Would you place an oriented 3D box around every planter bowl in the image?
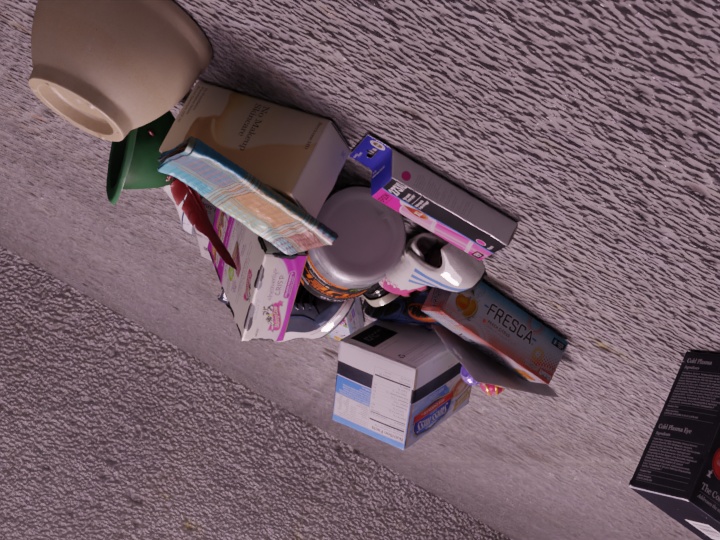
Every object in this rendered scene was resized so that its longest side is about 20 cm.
[{"bbox_3d":[-0.279,-0.228,1.391,0.198,0.136,0.200,25,166,7],"label":"planter bowl"}]

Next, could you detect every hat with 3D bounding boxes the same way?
[{"bbox_3d":[-0.217,-0.143,1.586,0.174,0.167,0.202,10,126,-19],"label":"hat"}]

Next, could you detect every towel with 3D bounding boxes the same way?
[{"bbox_3d":[-0.132,-0.080,1.442,0.199,0.022,0.146,34,163,-17],"label":"towel"}]

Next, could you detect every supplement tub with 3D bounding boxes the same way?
[{"bbox_3d":[-0.020,-0.028,1.614,0.121,0.124,0.200,29,165,-5],"label":"supplement tub"}]

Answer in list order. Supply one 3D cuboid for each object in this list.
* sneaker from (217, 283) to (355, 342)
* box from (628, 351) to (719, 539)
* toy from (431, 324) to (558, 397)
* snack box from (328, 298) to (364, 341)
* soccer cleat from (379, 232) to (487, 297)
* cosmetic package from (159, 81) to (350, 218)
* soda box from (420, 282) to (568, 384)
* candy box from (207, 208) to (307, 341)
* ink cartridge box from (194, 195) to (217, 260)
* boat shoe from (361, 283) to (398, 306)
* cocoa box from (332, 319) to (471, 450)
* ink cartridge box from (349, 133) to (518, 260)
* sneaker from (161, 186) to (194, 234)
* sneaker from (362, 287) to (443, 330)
[{"bbox_3d":[-0.110,0.030,1.759,0.146,0.078,0.201,40,144,-27],"label":"sneaker"},{"bbox_3d":[0.446,0.225,1.502,0.199,0.184,0.104,34,163,-26],"label":"box"},{"bbox_3d":[0.180,0.141,1.773,0.198,0.047,0.115,12,-150,-45],"label":"toy"},{"bbox_3d":[-0.069,0.055,2.116,0.141,0.053,0.200,26,166,10],"label":"snack box"},{"bbox_3d":[0.078,-0.016,1.612,0.199,0.070,0.087,0,136,54],"label":"soccer cleat"},{"bbox_3d":[-0.123,-0.139,1.469,0.198,0.106,0.071,18,162,29],"label":"cosmetic package"},{"bbox_3d":[0.180,0.075,1.701,0.199,0.069,0.063,35,166,-23],"label":"soda box"},{"bbox_3d":[-0.136,-0.024,1.639,0.060,0.138,0.201,2,-144,-24],"label":"candy box"},{"bbox_3d":[-0.162,-0.053,1.862,0.145,0.084,0.200,27,165,4],"label":"ink cartridge box"},{"bbox_3d":[-0.002,0.001,1.795,0.067,0.074,0.199,60,171,-17],"label":"boat shoe"},{"bbox_3d":[0.068,0.149,1.843,0.132,0.133,0.199,19,-156,28],"label":"cocoa box"},{"bbox_3d":[0.076,-0.081,1.442,0.199,0.037,0.095,32,165,-7],"label":"ink cartridge box"},{"bbox_3d":[-0.253,-0.121,1.855,0.070,0.073,0.200,35,157,8],"label":"sneaker"},{"bbox_3d":[0.077,0.054,1.816,0.078,0.076,0.199,35,166,-37],"label":"sneaker"}]
